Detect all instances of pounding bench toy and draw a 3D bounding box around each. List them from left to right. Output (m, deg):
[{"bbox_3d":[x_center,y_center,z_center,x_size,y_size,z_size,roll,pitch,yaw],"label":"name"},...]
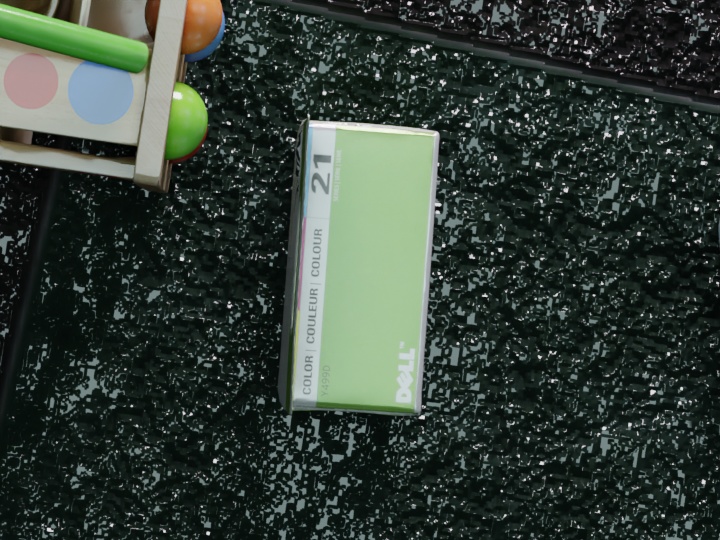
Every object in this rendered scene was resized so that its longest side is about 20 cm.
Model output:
[{"bbox_3d":[-0.150,-0.111,1.263,0.155,0.200,0.125,9,90,-2],"label":"pounding bench toy"}]

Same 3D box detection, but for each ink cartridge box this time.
[{"bbox_3d":[0.000,0.000,1.271,0.075,0.200,0.149,4,91,-3],"label":"ink cartridge box"}]

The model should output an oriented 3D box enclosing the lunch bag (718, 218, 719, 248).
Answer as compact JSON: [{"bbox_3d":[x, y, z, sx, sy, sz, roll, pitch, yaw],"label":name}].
[{"bbox_3d":[0.254,0.011,1.298,0.127,0.170,0.201,-12,91,-1],"label":"lunch bag"}]
